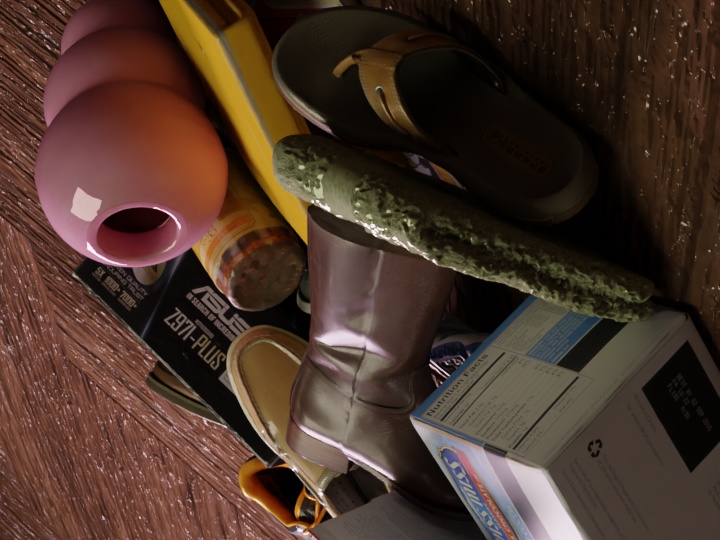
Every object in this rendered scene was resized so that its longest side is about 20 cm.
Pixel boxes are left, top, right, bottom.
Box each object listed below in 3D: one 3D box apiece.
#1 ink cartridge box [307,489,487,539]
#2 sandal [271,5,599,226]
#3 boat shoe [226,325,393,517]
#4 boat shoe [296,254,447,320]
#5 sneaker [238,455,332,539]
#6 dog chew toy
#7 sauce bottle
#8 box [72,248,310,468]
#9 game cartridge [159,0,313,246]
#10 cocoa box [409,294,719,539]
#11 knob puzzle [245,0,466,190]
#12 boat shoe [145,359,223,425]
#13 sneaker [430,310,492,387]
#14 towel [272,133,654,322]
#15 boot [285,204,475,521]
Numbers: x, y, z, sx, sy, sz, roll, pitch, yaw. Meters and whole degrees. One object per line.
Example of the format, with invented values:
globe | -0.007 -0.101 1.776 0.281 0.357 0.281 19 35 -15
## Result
ink cartridge box | 0.051 0.187 1.487 0.109 0.200 0.050 41 119 22
sandal | 0.040 -0.093 1.287 0.200 0.080 0.054 31 167 23
boat shoe | -0.016 0.122 1.588 0.200 0.072 0.076 49 -173 -6
boat shoe | 0.003 -0.001 1.566 0.202 0.072 0.060 -163 60 -71
sneaker | -0.011 0.188 1.823 0.200 0.078 0.077 20 -169 38
dog chew toy | -0.153 -0.101 1.565 0.125 0.124 0.200 74 -174 -53
sauce bottle | -0.105 -0.056 1.626 0.200 0.066 0.066 52 168 40
box | -0.089 0.041 1.717 0.200 0.086 0.164 44 -174 9
game cartridge | -0.066 -0.105 1.474 0.200 0.032 0.176 62 173 -36
cocoa box | 0.150 0.126 1.400 0.131 0.133 0.200 17 145 54
knob puzzle | -0.017 -0.094 1.478 0.220 0.030 0.220 40 160 18
boat shoe | -0.066 0.093 1.833 0.200 0.068 0.072 19 -171 13
sneaker | 0.063 0.056 1.538 0.199 0.088 0.075 6 122 24
towel | 0.059 -0.021 1.309 0.200 0.037 0.148 18 -172 -41
boot | 0.047 0.050 1.438 0.186 0.064 0.200 14 126 5
